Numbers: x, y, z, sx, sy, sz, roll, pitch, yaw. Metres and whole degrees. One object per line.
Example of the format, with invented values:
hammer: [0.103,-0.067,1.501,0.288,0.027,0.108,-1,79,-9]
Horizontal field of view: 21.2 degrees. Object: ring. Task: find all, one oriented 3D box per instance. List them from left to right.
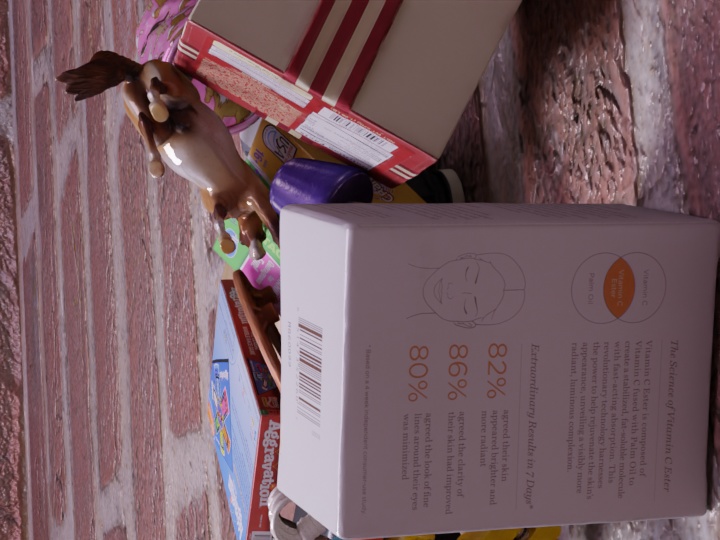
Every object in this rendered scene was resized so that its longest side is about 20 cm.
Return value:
ring: [-0.029,0.087,1.216,0.201,0.019,0.200,63,-179,-2]

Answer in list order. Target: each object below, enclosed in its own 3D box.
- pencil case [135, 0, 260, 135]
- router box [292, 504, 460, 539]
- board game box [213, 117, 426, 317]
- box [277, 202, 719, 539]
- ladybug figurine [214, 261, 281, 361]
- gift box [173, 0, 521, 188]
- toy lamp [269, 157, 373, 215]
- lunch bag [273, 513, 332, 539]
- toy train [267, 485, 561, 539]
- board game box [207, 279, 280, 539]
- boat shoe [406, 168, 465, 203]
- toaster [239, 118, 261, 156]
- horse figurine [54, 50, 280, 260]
pencil case: [-0.113,-0.151,1.359,0.083,0.086,0.200,56,178,-18]
router box: [0.010,0.195,1.340,0.157,0.052,0.201,52,139,47]
board game box: [0.000,0.000,1.253,0.200,0.040,0.153,44,143,15]
box: [0.067,0.045,0.970,0.106,0.199,0.153,-161,72,-69]
ladybug figurine: [-0.055,0.054,1.421,0.136,0.072,0.201,-7,81,59]
gift box: [0.015,-0.168,1.094,0.187,0.184,0.200,-62,11,-8]
toy lamp: [0.033,-0.014,1.130,0.200,0.058,0.058,25,121,27]
lunch bag: [-0.005,0.252,1.188,0.164,0.117,0.201,7,121,59]
toy train: [0.041,0.120,1.067,0.056,0.200,0.151,33,145,64]
board game box: [-0.074,0.092,1.231,0.200,0.019,0.103,-114,31,-64]
boat shoe: [0.017,0.010,1.340,0.202,0.063,0.074,106,151,-44]
toaster: [-0.021,-0.134,1.378,0.200,0.113,0.130,-142,58,-72]
horse figurine: [-0.103,-0.071,1.171,0.050,0.200,0.133,-38,27,8]
